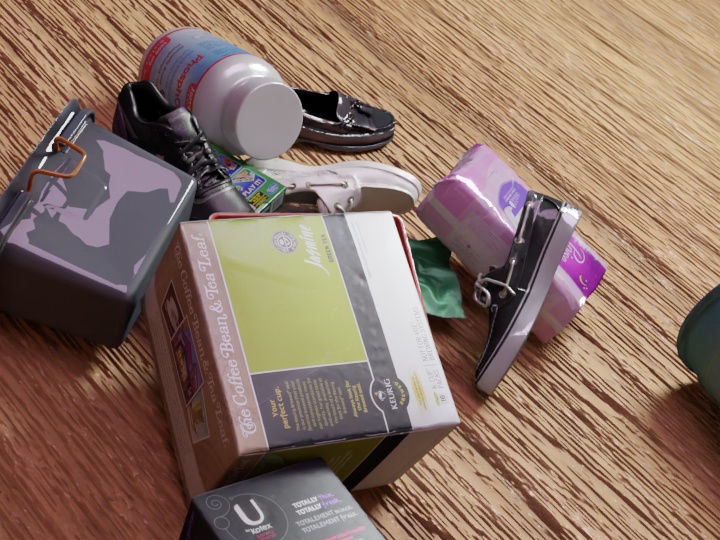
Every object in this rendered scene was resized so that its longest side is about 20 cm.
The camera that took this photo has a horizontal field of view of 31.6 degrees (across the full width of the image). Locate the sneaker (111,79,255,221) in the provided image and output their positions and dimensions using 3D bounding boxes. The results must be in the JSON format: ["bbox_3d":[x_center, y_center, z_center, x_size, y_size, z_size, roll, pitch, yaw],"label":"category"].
[{"bbox_3d":[-0.172,-0.104,1.216,0.200,0.088,0.076,41,51,22],"label":"sneaker"}]

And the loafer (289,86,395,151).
[{"bbox_3d":[-0.043,-0.182,1.483,0.199,0.063,0.072,-1,41,-26],"label":"loafer"}]

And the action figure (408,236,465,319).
[{"bbox_3d":[0.000,0.000,1.275,0.199,0.055,0.118,9,39,-22],"label":"action figure"}]

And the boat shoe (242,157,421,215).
[{"bbox_3d":[-0.035,-0.072,1.342,0.199,0.071,0.070,2,49,-1],"label":"boat shoe"}]

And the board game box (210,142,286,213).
[{"bbox_3d":[-0.184,-0.053,1.247,0.134,0.029,0.200,31,49,14],"label":"board game box"}]

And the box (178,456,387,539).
[{"bbox_3d":[-0.033,0.248,0.892,0.122,0.106,0.200,-11,45,-38],"label":"box"}]

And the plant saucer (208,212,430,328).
[{"bbox_3d":[-0.035,0.042,1.171,0.199,0.037,0.200,-1,63,-25],"label":"plant saucer"}]

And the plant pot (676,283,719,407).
[{"bbox_3d":[0.435,0.120,1.226,0.199,0.201,0.197,3,48,-22],"label":"plant pot"}]

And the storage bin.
[{"bbox_3d":[-0.234,-0.038,1.114,0.134,0.146,0.200,22,50,0],"label":"storage bin"}]

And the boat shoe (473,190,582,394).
[{"bbox_3d":[0.144,0.018,1.226,0.068,0.200,0.074,24,0,6],"label":"boat shoe"}]

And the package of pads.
[{"bbox_3d":[0.157,-0.031,1.322,0.200,0.076,0.121,45,35,-1],"label":"package of pads"}]

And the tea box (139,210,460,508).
[{"bbox_3d":[-0.055,0.072,1.038,0.196,0.134,0.201,-3,62,-28],"label":"tea box"}]

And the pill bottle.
[{"bbox_3d":[-0.148,-0.187,1.360,0.108,0.109,0.200,-9,27,-34],"label":"pill bottle"}]
